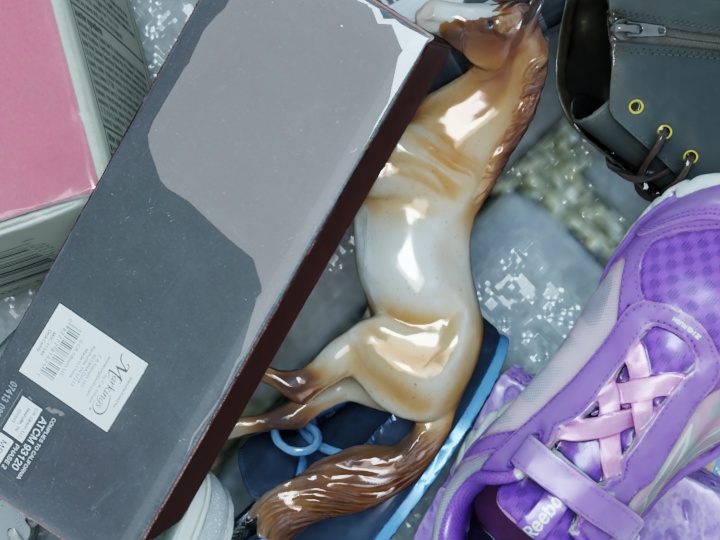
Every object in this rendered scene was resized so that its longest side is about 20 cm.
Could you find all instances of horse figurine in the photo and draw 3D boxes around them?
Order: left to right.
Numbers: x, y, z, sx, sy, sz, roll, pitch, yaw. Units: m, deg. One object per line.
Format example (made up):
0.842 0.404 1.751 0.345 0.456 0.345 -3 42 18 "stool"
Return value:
0.000 0.000 0.772 0.131 0.050 0.202 1 97 2 "horse figurine"

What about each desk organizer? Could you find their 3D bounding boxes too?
-0.050 -0.008 0.716 0.071 0.077 0.201 31 98 7 "desk organizer"

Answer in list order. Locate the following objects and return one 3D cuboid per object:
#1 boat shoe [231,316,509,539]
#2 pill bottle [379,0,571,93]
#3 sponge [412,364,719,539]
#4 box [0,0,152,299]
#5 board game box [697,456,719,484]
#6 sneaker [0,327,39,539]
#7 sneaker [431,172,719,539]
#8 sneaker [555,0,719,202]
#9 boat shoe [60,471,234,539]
-0.023 0.090 0.834 0.068 0.084 0.200 39 93 -1 "boat shoe"
0.046 -0.136 0.801 0.199 0.106 0.107 -31 92 5 "pill bottle"
0.118 0.131 0.834 0.199 0.030 0.112 28 106 8 "sponge"
-0.149 -0.098 0.787 0.108 0.128 0.202 -17 81 7 "box"
0.206 0.023 0.842 0.199 0.029 0.135 -35 90 5 "board game box"
-0.131 0.100 0.853 0.115 0.075 0.200 43 104 -6 "sneaker"
0.086 0.055 0.742 0.080 0.088 0.201 41 124 7 "sneaker"
0.128 -0.022 0.776 0.105 0.075 0.202 -7 87 -21 "sneaker"
-0.091 0.163 0.814 0.064 0.074 0.204 15 100 -35 "boat shoe"
